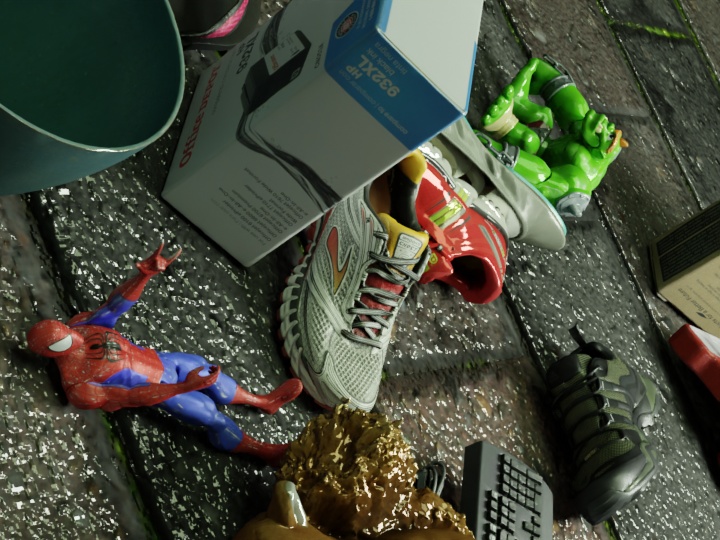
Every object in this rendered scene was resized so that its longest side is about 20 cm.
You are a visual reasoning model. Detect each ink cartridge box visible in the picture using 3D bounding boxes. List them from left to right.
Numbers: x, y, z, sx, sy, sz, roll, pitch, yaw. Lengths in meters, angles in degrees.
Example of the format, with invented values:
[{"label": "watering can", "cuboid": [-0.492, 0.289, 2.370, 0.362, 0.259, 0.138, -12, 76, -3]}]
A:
[{"label": "ink cartridge box", "cuboid": [-0.024, -0.116, 1.078, 0.084, 0.200, 0.145, 40, 36, -24]}, {"label": "ink cartridge box", "cuboid": [0.406, 0.007, 1.621, 0.200, 0.165, 0.075, 37, 35, -33]}]

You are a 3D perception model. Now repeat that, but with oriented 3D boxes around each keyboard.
[{"label": "keyboard", "cuboid": [0.079, 0.198, 1.091, 0.127, 0.021, 0.200, 27, 45, -23]}]

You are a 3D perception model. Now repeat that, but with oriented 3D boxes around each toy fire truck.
[{"label": "toy fire truck", "cuboid": [0.386, 0.128, 1.560, 0.200, 0.112, 0.168, 19, 30, -48]}]

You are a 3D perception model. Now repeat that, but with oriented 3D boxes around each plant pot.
[{"label": "plant pot", "cuboid": [-0.211, -0.117, 0.873, 0.200, 0.135, 0.200, 36, 37, -33]}]

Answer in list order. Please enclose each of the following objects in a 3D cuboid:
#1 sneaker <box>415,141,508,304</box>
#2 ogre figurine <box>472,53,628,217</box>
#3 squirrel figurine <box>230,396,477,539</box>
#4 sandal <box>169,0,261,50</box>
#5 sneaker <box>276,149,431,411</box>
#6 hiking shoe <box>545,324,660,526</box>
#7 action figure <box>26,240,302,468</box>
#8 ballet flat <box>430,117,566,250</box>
[{"label": "sneaker", "cuboid": [0.046, -0.035, 1.233, 0.200, 0.077, 0.085, 29, 48, -38]}, {"label": "ogre figurine", "cuboid": [0.166, -0.114, 1.461, 0.120, 0.098, 0.200, 38, 17, 0]}, {"label": "squirrel figurine", "cuboid": [-0.007, 0.175, 0.946, 0.186, 0.142, 0.200, 25, 30, -28]}, {"label": "sandal", "cuboid": [-0.115, -0.189, 1.162, 0.075, 0.045, 0.200, 57, 31, -3]}, {"label": "sneaker", "cuboid": [0.000, 0.000, 1.102, 0.078, 0.082, 0.200, 23, 65, -43]}, {"label": "hiking shoe", "cuboid": [0.177, 0.120, 1.299, 0.101, 0.076, 0.200, 43, 24, -9]}, {"label": "action figure", "cuboid": [-0.091, 0.052, 0.940, 0.200, 0.099, 0.065, 22, 45, -42]}, {"label": "ballet flat", "cuboid": [0.085, -0.074, 1.347, 0.200, 0.067, 0.064, 48, 64, -15]}]
